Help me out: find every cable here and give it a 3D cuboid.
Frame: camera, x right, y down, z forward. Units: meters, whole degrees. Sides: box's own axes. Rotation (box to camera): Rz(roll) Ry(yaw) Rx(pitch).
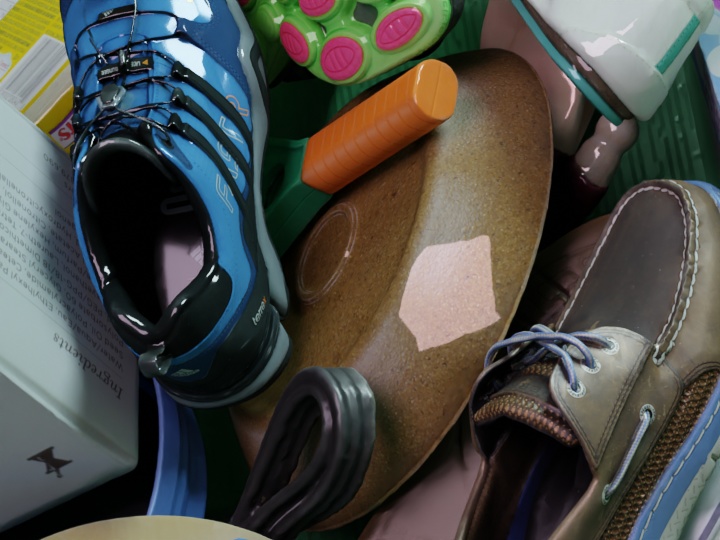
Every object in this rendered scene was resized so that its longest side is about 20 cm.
[{"bbox_3d":[-0.034,0.112,1.099,0.200,0.050,0.097,-68,30,23],"label":"cable"}]

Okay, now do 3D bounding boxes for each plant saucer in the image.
[{"bbox_3d":[0.000,0.000,1.125,0.200,0.035,0.201,-45,31,37],"label":"plant saucer"}]

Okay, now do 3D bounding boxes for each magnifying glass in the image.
[{"bbox_3d":[-0.025,-0.033,1.143,0.200,0.022,0.080,-33,39,52],"label":"magnifying glass"}]

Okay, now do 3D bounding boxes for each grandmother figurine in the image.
[{"bbox_3d":[0.064,-0.045,1.156,0.121,0.060,0.200,-3,67,60],"label":"grandmother figurine"}]

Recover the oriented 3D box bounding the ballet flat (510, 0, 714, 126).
[{"bbox_3d":[0.071,-0.123,1.101,0.069,0.069,0.200,-46,40,6],"label":"ballet flat"}]

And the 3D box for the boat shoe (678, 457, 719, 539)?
[{"bbox_3d":[0.122,0.133,1.038,0.070,0.071,0.200,25,77,9],"label":"boat shoe"}]

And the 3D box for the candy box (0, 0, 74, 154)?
[{"bbox_3d":[-0.124,-0.104,1.248,0.102,0.026,0.200,-45,23,-7],"label":"candy box"}]

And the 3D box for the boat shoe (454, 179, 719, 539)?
[{"bbox_3d":[0.078,0.053,1.007,0.072,0.072,0.200,-3,65,47],"label":"boat shoe"}]

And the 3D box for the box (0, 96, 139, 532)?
[{"bbox_3d":[-0.217,0.015,1.096,0.199,0.200,0.131,-26,43,24],"label":"box"}]

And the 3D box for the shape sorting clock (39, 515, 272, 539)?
[{"bbox_3d":[-0.078,0.178,1.012,0.199,0.039,0.200,-2,60,4],"label":"shape sorting clock"}]

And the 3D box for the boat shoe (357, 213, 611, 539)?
[{"bbox_3d":[0.058,0.068,1.098,0.073,0.063,0.200,36,89,19],"label":"boat shoe"}]

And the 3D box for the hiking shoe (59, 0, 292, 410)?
[{"bbox_3d":[-0.073,-0.051,1.091,0.074,0.087,0.200,-21,71,11],"label":"hiking shoe"}]

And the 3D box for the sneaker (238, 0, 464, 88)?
[{"bbox_3d":[-0.002,-0.113,1.164,0.200,0.084,0.077,-172,67,-70],"label":"sneaker"}]

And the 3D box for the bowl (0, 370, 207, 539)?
[{"bbox_3d":[-0.143,0.107,1.143,0.200,0.039,0.201,-24,46,27],"label":"bowl"}]

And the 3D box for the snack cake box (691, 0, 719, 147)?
[{"bbox_3d":[0.174,-0.101,1.087,0.115,0.067,0.200,-16,60,4],"label":"snack cake box"}]
